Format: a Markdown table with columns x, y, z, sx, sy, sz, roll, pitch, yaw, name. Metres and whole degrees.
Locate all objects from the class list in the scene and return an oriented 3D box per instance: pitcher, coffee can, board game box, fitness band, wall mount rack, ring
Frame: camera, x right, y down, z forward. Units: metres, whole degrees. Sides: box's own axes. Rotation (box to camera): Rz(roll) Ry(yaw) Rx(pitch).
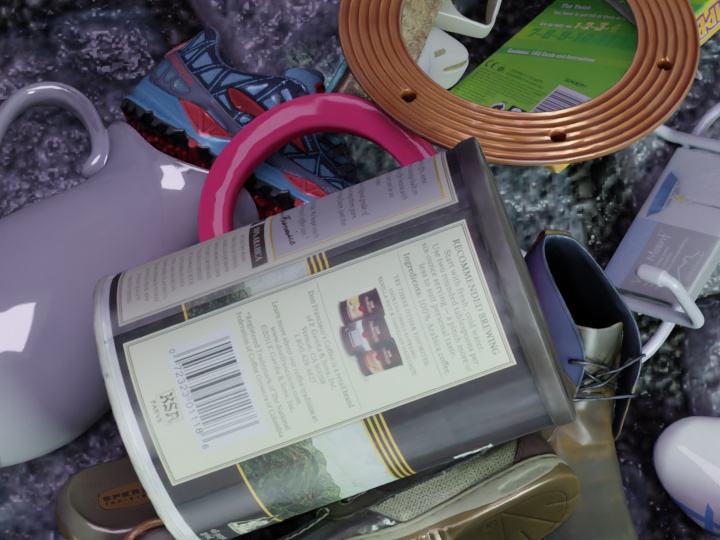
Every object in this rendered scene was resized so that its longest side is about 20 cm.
| x | y | z | sx | sy | sz | roll | pitch | yaw | name |
| --- | --- | --- | --- | --- | --- | --- | --- | --- | --- |
| -0.181 | -0.004 | 1.067 | 0.171 | 0.121 | 0.200 | 36 | 67 | 15 | pitcher |
| -0.012 | 0.037 | 0.927 | 0.199 | 0.146 | 0.147 | -20 | 74 | 7 | coffee can |
| 0.149 | -0.140 | 1.110 | 0.200 | 0.030 | 0.095 | -43 | 42 | -16 | board game box |
| 0.000 | 0.000 | 1.021 | 0.143 | 0.037 | 0.200 | -36 | 81 | 4 | fitness band |
| 0.152 | -0.047 | 1.097 | 0.173 | 0.075 | 0.200 | 18 | 69 | 46 | wall mount rack |
| 0.087 | -0.130 | 1.039 | 0.199 | 0.019 | 0.201 | 1 | 52 | -1 | ring |

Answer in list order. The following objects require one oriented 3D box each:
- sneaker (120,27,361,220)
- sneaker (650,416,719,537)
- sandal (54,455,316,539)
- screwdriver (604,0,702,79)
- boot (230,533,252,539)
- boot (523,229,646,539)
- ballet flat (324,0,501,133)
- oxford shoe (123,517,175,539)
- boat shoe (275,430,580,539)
| x | y | z | sx | sy | sz | roll | pitch | yaw | name |
| --- | --- | --- | --- | --- | --- | --- | --- | --- | --- |
| -0.039 | -0.075 | 1.102 | 0.200 | 0.079 | 0.096 | 33 | 75 | 10 | sneaker |
| 0.251 | 0.141 | 1.035 | 0.200 | 0.073 | 0.072 | 34 | 78 | 12 | sneaker |
| -0.071 | 0.100 | 1.035 | 0.199 | 0.054 | 0.080 | -15 | 38 | -16 | sandal |
| 0.142 | -0.162 | 1.098 | 0.028 | 0.029 | 0.200 | -31 | 38 | -6 | screwdriver |
| -0.110 | 0.260 | 1.019 | 0.188 | 0.068 | 0.201 | -18 | 79 | -18 | boot |
| 0.113 | 0.075 | 1.015 | 0.074 | 0.097 | 0.200 | -4 | 53 | -31 | boot |
| 0.043 | -0.148 | 1.110 | 0.065 | 0.071 | 0.200 | 29 | 60 | 0 | ballet flat |
| -0.065 | 0.216 | 0.966 | 0.071 | 0.073 | 0.201 | -26 | 82 | -16 | oxford shoe |
| 0.013 | 0.134 | 0.973 | 0.199 | 0.073 | 0.065 | -19 | 47 | -13 | boat shoe |
